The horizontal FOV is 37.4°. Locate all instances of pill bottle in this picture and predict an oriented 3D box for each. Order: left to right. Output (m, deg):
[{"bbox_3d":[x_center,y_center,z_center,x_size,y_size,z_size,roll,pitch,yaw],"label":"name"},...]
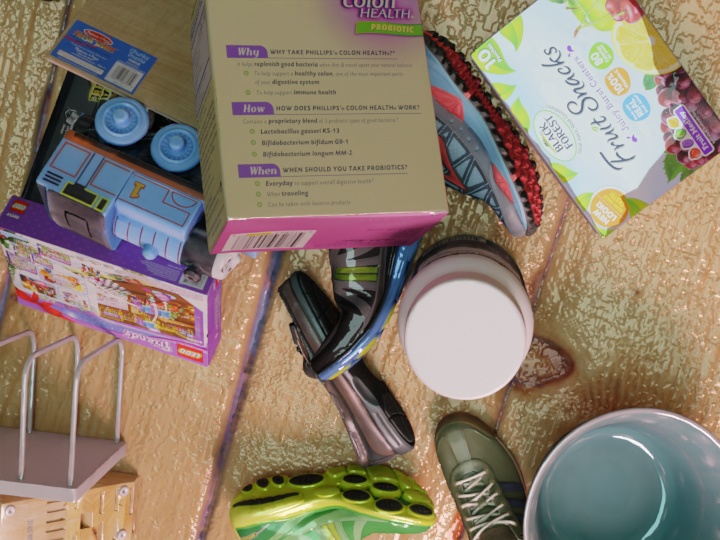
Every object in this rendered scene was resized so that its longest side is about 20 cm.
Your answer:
[{"bbox_3d":[0.089,0.037,0.904,0.112,0.200,0.115,1,100,6],"label":"pill bottle"}]

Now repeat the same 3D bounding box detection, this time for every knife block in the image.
[{"bbox_3d":[-0.345,0.223,1.063,0.198,0.175,0.065,-2,104,-39],"label":"knife block"}]

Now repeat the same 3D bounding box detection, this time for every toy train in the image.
[{"bbox_3d":[-0.169,-0.063,0.903,0.198,0.087,0.115,24,67,5],"label":"toy train"}]

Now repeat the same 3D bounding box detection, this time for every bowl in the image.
[{"bbox_3d":[0.232,0.212,0.954,0.198,0.105,0.203,0,94,-5],"label":"bowl"}]

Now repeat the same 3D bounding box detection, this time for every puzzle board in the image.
[{"bbox_3d":[-0.153,-0.197,0.946,0.198,0.017,0.152,25,61,2],"label":"puzzle board"}]

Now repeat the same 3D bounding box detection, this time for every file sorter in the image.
[{"bbox_3d":[-0.335,0.124,0.999,0.198,0.139,0.126,5,98,6],"label":"file sorter"}]

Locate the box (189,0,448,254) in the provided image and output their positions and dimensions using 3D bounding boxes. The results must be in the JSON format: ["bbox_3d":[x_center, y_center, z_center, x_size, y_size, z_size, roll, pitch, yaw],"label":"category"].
[{"bbox_3d":[-0.038,-0.124,0.848,0.174,0.097,0.202,-3,77,-18],"label":"box"}]

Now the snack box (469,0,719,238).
[{"bbox_3d":[0.209,-0.152,0.935,0.142,0.053,0.201,-37,93,12],"label":"snack box"}]

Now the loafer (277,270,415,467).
[{"bbox_3d":[-0.026,0.098,0.996,0.063,0.072,0.201,-32,96,16],"label":"loafer"}]

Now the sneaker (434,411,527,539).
[{"bbox_3d":[0.128,0.232,0.986,0.067,0.090,0.202,-26,95,11],"label":"sneaker"}]

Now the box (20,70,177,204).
[{"bbox_3d":[-0.210,-0.115,0.992,0.158,0.046,0.202,25,100,2],"label":"box"}]

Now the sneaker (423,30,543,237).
[{"bbox_3d":[0.088,-0.110,0.956,0.095,0.079,0.201,-32,91,29],"label":"sneaker"}]

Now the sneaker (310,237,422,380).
[{"bbox_3d":[0.000,0.000,0.933,0.082,0.071,0.201,21,89,4],"label":"sneaker"}]

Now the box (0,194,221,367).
[{"bbox_3d":[-0.225,0.013,0.975,0.198,0.137,0.039,18,57,3],"label":"box"}]

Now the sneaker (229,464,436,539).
[{"bbox_3d":[-0.024,0.238,1.023,0.198,0.074,0.084,-4,117,9],"label":"sneaker"}]
